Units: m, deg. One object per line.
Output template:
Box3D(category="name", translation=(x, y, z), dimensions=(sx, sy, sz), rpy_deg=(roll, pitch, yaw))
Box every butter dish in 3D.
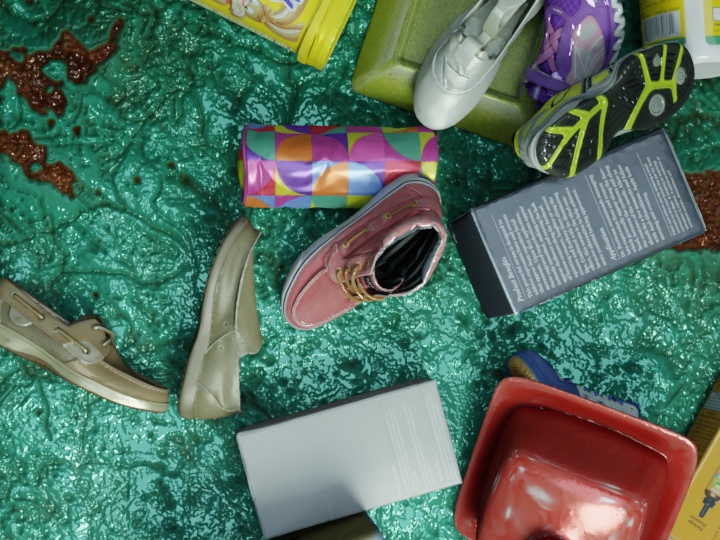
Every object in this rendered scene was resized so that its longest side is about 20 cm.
Box3D(category="butter dish", translation=(0.184, 0.229, 1.399), dimensions=(0.199, 0.148, 0.200), rpy_deg=(20, 120, 9))

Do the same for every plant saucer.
Box3D(category="plant saucer", translation=(0.114, -0.243, 1.505), dimensions=(0.199, 0.048, 0.201), rpy_deg=(18, 86, -4))

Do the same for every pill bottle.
Box3D(category="pill bottle", translation=(0.327, -0.294, 1.494), dimensions=(0.112, 0.113, 0.201), rpy_deg=(-3, 88, -5))

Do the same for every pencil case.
Box3D(category="pencil case", translation=(-0.019, -0.100, 1.472), dimensions=(0.199, 0.088, 0.089), rpy_deg=(1, 87, -7))

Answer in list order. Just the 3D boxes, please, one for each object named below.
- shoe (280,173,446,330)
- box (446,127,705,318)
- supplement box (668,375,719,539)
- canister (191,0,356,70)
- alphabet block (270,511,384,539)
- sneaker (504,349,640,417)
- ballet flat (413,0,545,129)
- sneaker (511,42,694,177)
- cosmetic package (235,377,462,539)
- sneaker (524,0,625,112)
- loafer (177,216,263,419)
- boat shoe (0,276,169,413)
Box3D(category="shoe", translation=(0.000, 0.000, 1.429), dimensions=(0.071, 0.091, 0.200), rpy_deg=(39, 110, -24))
Box3D(category="box", translation=(0.200, -0.042, 1.453), dimensions=(0.199, 0.148, 0.108), rpy_deg=(-23, 89, -5))
Box3D(category="supplement box", translation=(0.354, 0.180, 1.496), dimensions=(0.066, 0.069, 0.201), rpy_deg=(32, 83, -12))
Box3D(category="canister", translation=(-0.094, -0.303, 1.470), dimensions=(0.199, 0.087, 0.149), rpy_deg=(26, 85, -2))
Box3D(category="alphabet block", translation=(-0.051, 0.345, 1.391), dimensions=(0.199, 0.196, 0.196), rpy_deg=(-20, 88, -6))
Box3D(category="sneaker", translation=(0.223, 0.144, 1.493), dimensions=(0.088, 0.075, 0.200), rpy_deg=(-42, 101, -13))
Box3D(category="ballet flat", translation=(0.116, -0.224, 1.447), dimensions=(0.069, 0.069, 0.200), rpy_deg=(38, 85, -2))
Box3D(category="sneaker", translation=(0.221, -0.156, 1.399), dimensions=(0.199, 0.076, 0.076), rpy_deg=(-29, 115, -22))
Box3D(category="cosmetic package", translation=(-0.013, 0.177, 1.458), dimensions=(0.199, 0.090, 0.108), rpy_deg=(-13, 89, -3))
Box3D(category="sneaker", translation=(0.195, -0.201, 1.443), dimensions=(0.088, 0.080, 0.201), rpy_deg=(-31, 135, -21))
Box3D(category="loafer", translation=(-0.123, 0.049, 1.461), dimensions=(0.067, 0.076, 0.201), rpy_deg=(14, 96, -5))
Box3D(category="boat shoe", translation=(-0.264, 0.072, 1.445), dimensions=(0.199, 0.071, 0.065), rpy_deg=(27, 86, -2))
